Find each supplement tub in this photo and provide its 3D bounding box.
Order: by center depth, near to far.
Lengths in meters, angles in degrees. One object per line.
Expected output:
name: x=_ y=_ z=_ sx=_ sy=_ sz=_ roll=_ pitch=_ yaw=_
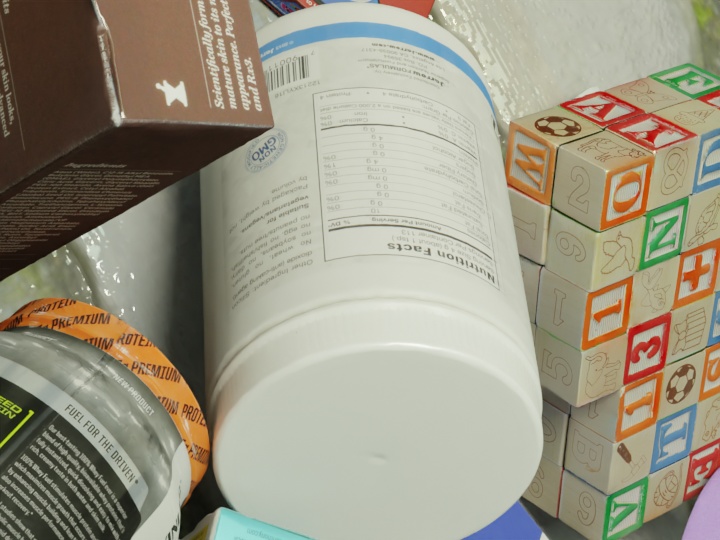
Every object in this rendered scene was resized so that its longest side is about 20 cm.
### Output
supplement tub: x=-0.145 y=0.105 z=0.784 sx=0.123 sy=0.122 sz=0.200 roll=52 pitch=49 yaw=-12
supplement tub: x=0.000 y=0.000 z=0.905 sx=0.132 sy=0.132 sz=0.201 roll=28 pitch=38 yaw=-30

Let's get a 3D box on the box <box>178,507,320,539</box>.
box: x=-0.065 y=0.197 z=0.834 sx=0.049 sy=0.082 sz=0.201 roll=20 pitch=64 yaw=-17

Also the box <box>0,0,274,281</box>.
box: x=-0.125 y=-0.065 z=0.813 sx=0.075 sy=0.200 sz=0.101 roll=-1 pitch=74 yaw=-41

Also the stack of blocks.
stack of blocks: x=0.117 y=0.020 z=1.005 sx=0.115 sy=0.058 sz=0.201 roll=-20 pitch=127 yaw=-37

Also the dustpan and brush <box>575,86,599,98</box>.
dustpan and brush: x=0.106 y=-0.007 z=1.082 sx=0.200 sy=0.057 sz=0.140 roll=-29 pitch=94 yaw=-43

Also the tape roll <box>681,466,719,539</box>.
tape roll: x=0.217 y=0.185 z=1.061 sx=0.200 sy=0.065 sz=0.201 roll=7 pitch=81 yaw=-54

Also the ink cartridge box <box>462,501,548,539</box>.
ink cartridge box: x=0.060 y=0.155 z=0.977 sx=0.200 sy=0.044 sz=0.094 roll=51 pitch=31 yaw=-13

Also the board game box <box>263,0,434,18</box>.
board game box: x=-0.042 y=-0.181 z=1.051 sx=0.200 sy=0.019 sz=0.103 roll=39 pitch=51 yaw=-23
